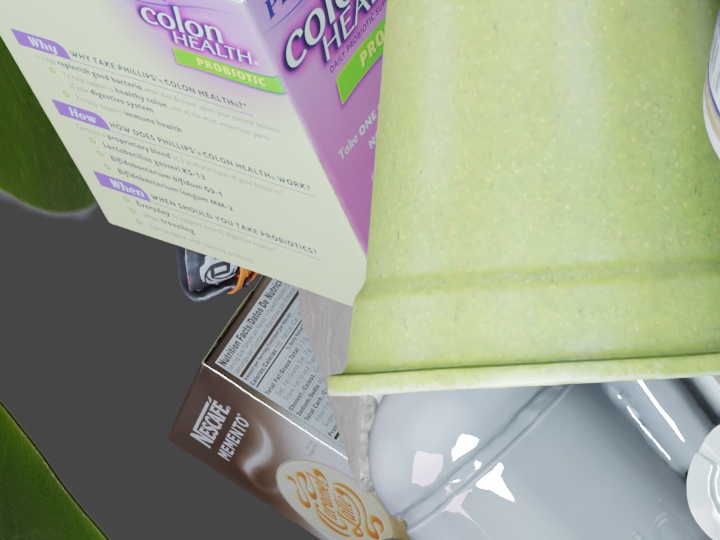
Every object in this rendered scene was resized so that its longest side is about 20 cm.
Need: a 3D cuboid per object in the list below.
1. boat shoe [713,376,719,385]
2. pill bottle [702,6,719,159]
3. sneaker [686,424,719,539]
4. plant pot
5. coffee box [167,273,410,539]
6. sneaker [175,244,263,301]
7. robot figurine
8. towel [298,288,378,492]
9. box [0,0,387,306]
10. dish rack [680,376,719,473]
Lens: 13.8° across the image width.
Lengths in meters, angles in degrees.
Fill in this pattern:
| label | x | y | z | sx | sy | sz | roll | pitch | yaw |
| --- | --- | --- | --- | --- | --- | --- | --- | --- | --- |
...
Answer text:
| label | x | y | z | sx | sy | sz | roll | pitch | yaw |
| --- | --- | --- | --- | --- | --- | --- | --- | --- | --- |
| boat shoe | 0.156 | 0.000 | 1.287 | 0.200 | 0.063 | 0.073 | 44 | 128 | 35 |
| pill bottle | 0.190 | -0.116 | 1.032 | 0.120 | 0.119 | 0.200 | 51 | 154 | 30 |
| sneaker | 0.231 | 0.128 | 1.266 | 0.200 | 0.076 | 0.080 | 44 | -162 | 10 |
| plant pot | 0.082 | -0.048 | 1.176 | 0.200 | 0.199 | 0.185 | 174 | 93 | -66 |
| coffee box | 0.007 | 0.096 | 1.590 | 0.200 | 0.080 | 0.114 | 33 | 152 | 3 |
| sneaker | -0.037 | 0.000 | 1.651 | 0.200 | 0.112 | 0.078 | 48 | 152 | 35 |
| robot figurine | 0.083 | 0.103 | 1.341 | 0.200 | 0.170 | 0.113 | 47 | -170 | 0 |
| towel | 0.000 | 0.000 | 1.443 | 0.201 | 0.034 | 0.133 | 92 | 163 | -47 |
| box | -0.056 | -0.096 | 1.279 | 0.175 | 0.097 | 0.200 | 18 | 150 | 36 |
| dish rack | 0.101 | 0.040 | 1.396 | 0.199 | 0.044 | 0.172 | 17 | 131 | 32 |
